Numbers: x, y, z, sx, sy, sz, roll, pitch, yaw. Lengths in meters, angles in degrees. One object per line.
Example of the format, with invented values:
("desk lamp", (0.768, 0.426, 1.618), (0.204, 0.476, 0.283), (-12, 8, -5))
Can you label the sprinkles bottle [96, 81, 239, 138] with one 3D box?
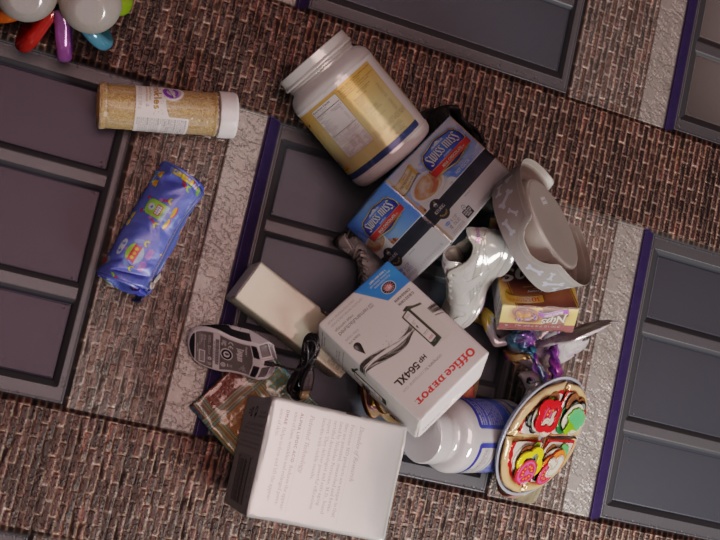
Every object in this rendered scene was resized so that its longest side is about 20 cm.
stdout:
("sprinkles bottle", (-0.278, -0.231, 1.588), (0.200, 0.068, 0.068), (2, 86, -17))

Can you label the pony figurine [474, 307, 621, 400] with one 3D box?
("pony figurine", (0.281, 0.102, 1.716), (0.193, 0.167, 0.200), (-29, 74, -18))

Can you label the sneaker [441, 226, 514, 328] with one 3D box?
("sneaker", (0.150, 0.008, 1.626), (0.099, 0.200, 0.075), (14, 38, -20))

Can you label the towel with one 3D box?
("towel", (-0.135, 0.226, 1.631), (0.147, 0.022, 0.200), (-43, 99, -16))

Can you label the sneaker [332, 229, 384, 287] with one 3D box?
("sneaker", (0.000, 0.000, 1.667), (0.115, 0.075, 0.200), (26, 69, -10))

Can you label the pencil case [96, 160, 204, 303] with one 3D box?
("pencil case", (-0.294, -0.055, 1.566), (0.087, 0.078, 0.200), (25, 79, 15))

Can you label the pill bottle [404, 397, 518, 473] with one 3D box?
("pill bottle", (0.156, 0.245, 1.637), (0.200, 0.112, 0.112), (9, 83, -43))

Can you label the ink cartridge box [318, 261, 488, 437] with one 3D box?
("ink cartridge box", (0.060, 0.110, 1.548), (0.200, 0.084, 0.146), (42, 69, 16))

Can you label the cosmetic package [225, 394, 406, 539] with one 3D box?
("cosmetic package", (-0.066, 0.276, 1.552), (0.200, 0.165, 0.165), (15, 81, -17))

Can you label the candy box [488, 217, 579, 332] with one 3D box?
("candy box", (0.259, 0.004, 1.677), (0.116, 0.057, 0.200), (2, 44, -3))

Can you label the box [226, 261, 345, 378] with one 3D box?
("box", (-0.096, 0.074, 1.622), (0.200, 0.082, 0.068), (39, 77, -13))

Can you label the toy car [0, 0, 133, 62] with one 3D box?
("toy car", (-0.420, -0.363, 1.519), (0.200, 0.175, 0.150), (7, 119, -17))

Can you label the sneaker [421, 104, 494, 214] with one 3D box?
("sneaker", (0.168, -0.172, 1.713), (0.076, 0.091, 0.200), (-43, 101, -23))

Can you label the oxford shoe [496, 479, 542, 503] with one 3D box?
("oxford shoe", (0.280, 0.272, 1.746), (0.074, 0.071, 0.200), (31, 80, -36))

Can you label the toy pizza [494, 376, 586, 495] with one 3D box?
("toy pizza", (0.279, 0.253, 1.649), (0.200, 0.032, 0.200), (-22, 125, -34))

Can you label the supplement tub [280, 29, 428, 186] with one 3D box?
("supplement tub", (-0.010, -0.241, 1.634), (0.144, 0.144, 0.200), (-43, 99, -15))

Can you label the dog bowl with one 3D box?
("dog bowl", (0.259, -0.059, 1.582), (0.059, 0.200, 0.200), (-27, 97, 25))

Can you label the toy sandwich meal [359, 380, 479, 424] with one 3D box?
("toy sandwich meal", (0.098, 0.160, 1.682), (0.205, 0.070, 0.206), (1, 87, -17))

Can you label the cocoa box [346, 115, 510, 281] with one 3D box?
("cocoa box", (0.101, -0.106, 1.625), (0.131, 0.133, 0.200), (43, 50, 0))

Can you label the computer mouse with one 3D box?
("computer mouse", (-0.154, 0.117, 1.586), (0.200, 0.044, 0.110), (15, 121, 13))
